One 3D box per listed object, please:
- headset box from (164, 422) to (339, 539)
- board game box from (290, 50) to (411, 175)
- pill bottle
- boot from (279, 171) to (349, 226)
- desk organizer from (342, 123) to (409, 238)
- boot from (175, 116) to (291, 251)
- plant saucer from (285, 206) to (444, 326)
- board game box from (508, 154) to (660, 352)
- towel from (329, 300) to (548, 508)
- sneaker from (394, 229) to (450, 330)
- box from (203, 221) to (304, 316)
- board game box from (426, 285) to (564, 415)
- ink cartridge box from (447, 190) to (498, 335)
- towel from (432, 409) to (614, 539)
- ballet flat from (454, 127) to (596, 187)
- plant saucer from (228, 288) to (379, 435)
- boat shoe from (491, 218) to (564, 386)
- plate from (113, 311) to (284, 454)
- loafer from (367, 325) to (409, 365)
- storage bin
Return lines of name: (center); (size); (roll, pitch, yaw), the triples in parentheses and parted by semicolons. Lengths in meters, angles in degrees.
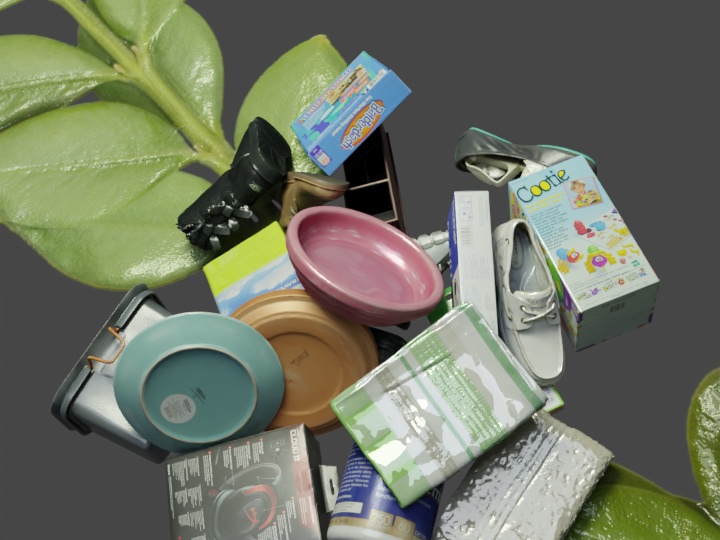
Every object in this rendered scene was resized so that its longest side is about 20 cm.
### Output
headset box: (-0.121, 0.277, 1.325); (0.199, 0.075, 0.149); (-16, 59, 7)
board game box: (-0.017, -0.215, 1.508); (0.152, 0.045, 0.200); (-45, 20, 6)
pill bottle: (0.041, 0.229, 1.285); (0.115, 0.116, 0.201); (7, 64, 18)
boot: (-0.065, -0.090, 1.467); (0.073, 0.200, 0.076); (15, 88, -15)
desk organizer: (0.012, -0.120, 1.512); (0.071, 0.077, 0.201); (-14, 59, 7)
boot: (-0.175, -0.118, 1.555); (0.162, 0.073, 0.198); (-43, 21, 17)
plant saucer: (0.000, 0.000, 1.332); (0.201, 0.200, 0.051); (46, 124, 30)
board game box: (0.267, -0.022, 1.369); (0.105, 0.103, 0.200); (-20, 58, -4)
towel: (0.085, 0.143, 1.228); (0.200, 0.031, 0.149); (-35, 72, -7)
sneaker: (0.075, 0.017, 1.432); (0.199, 0.075, 0.116); (-8, 74, 9)
box: (-0.127, 0.021, 1.435); (0.122, 0.048, 0.200); (-32, 30, -1)
board game box: (0.158, 0.102, 1.368); (0.095, 0.030, 0.200); (-26, 67, -1)
ink cartridge box: (0.132, 0.015, 1.333); (0.044, 0.094, 0.201); (-1, 71, -1)
towel: (0.183, 0.255, 1.270); (0.132, 0.034, 0.200); (32, 76, 18)
ballet flat: (0.209, -0.132, 1.473); (0.200, 0.073, 0.073); (19, 68, 30)
plant saucer: (-0.077, 0.116, 1.340); (0.200, 0.201, 0.032); (-14, 26, 7)
boat shoe: (0.198, 0.036, 1.317); (0.071, 0.069, 0.201); (-14, 82, -12)
plate: (-0.188, 0.140, 1.311); (0.200, 0.201, 0.026); (-20, 29, 3)
loafer: (-0.040, 0.099, 1.408); (0.199, 0.073, 0.072); (13, 70, 23)
storage bin: (-0.270, 0.136, 1.417); (0.134, 0.146, 0.200); (27, 71, 16)
